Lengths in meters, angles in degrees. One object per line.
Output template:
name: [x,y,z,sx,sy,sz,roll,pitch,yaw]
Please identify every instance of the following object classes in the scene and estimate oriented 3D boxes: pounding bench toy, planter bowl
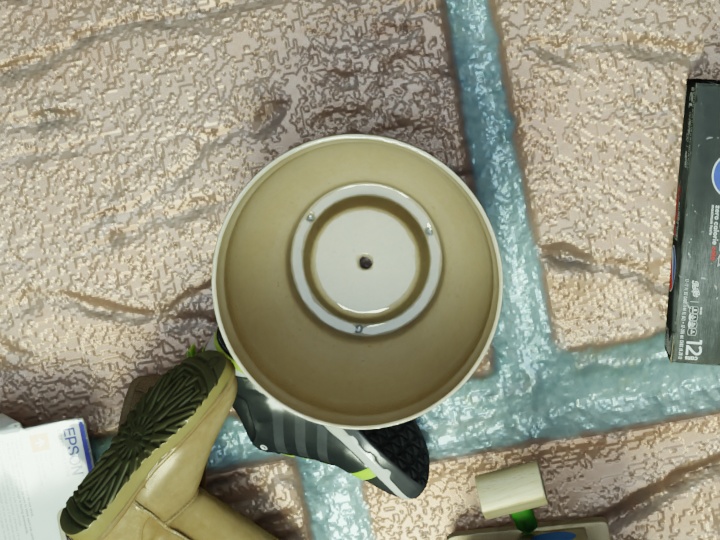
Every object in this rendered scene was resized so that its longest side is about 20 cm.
pounding bench toy: [0.122,0.221,1.436,0.123,0.156,0.202,-6,97,5]
planter bowl: [0.000,0.000,1.424,0.198,0.135,0.202,0,97,2]

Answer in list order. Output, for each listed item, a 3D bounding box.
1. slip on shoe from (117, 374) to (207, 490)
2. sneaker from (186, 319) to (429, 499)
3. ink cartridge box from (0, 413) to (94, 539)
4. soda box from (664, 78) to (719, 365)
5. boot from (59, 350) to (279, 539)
slip on shoe: [-0.156,0.176,1.496,0.060,0.076,0.202,18,110,39]
sneaker: [-0.039,0.107,1.487,0.200,0.072,0.083,39,123,-2]
ink cartridge box: [-0.285,0.210,1.486,0.198,0.041,0.202,-11,111,-10]
soda box: [0.261,-0.035,1.441,0.070,0.063,0.202,4,98,2]
boot: [-0.100,0.174,1.455,0.175,0.066,0.200,-48,125,0]
